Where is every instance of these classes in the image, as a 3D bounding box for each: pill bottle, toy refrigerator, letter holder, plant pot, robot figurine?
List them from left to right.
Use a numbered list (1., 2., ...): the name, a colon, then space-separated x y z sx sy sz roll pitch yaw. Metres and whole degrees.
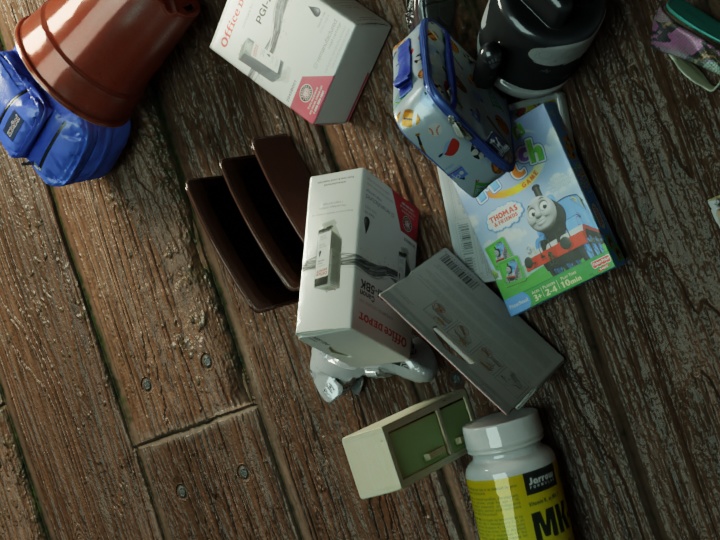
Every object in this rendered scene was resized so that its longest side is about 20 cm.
1. plant pot: -0.333 -0.336 1.741 0.195 0.200 0.202 -41 75 23
2. letter holder: -0.120 -0.062 1.659 0.100 0.141 0.202 -37 77 33
3. toy refrigerator: 0.069 0.206 1.541 0.069 0.199 0.077 -21 86 34
4. pill bottle: 0.188 0.274 1.523 0.113 0.114 0.203 -13 92 35
5. robot figurine: 0.193 -0.271 1.383 0.147 0.200 0.127 -2 72 -6

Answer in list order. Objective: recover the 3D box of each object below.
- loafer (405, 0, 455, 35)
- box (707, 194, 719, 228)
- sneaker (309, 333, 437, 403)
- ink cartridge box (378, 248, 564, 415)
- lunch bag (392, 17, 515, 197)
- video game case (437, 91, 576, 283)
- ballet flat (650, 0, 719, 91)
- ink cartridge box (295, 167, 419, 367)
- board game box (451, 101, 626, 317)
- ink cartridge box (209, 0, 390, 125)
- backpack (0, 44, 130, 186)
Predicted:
1. loafer: 0.076 -0.284 1.532 0.062 0.071 0.204 -1 101 38
2. box: 0.464 -0.080 1.311 0.198 0.050 0.076 -28 83 34
3. sneaker: 0.011 0.124 1.646 0.198 0.075 0.117 27 113 33
4. ink cartridge box: 0.123 0.078 1.480 0.200 0.176 0.045 43 125 11
5. lunch bag: 0.099 -0.183 1.410 0.075 0.201 0.160 -36 119 23
6. video game case: 0.180 -0.094 1.521 0.180 0.023 0.204 -10 91 35
7. ballet flat: 0.389 -0.214 1.336 0.199 0.069 0.072 36 134 29
8. ink cartridge box: 0.000 0.000 1.542 0.082 0.146 0.203 -7 68 31
9. board game box: 0.199 -0.069 1.476 0.150 0.036 0.203 -28 81 35
10. ink cartridge box: -0.080 -0.299 1.627 0.199 0.084 0.147 39 117 25
11. backpack: -0.444 -0.219 1.844 0.201 0.167 0.163 50 130 13
